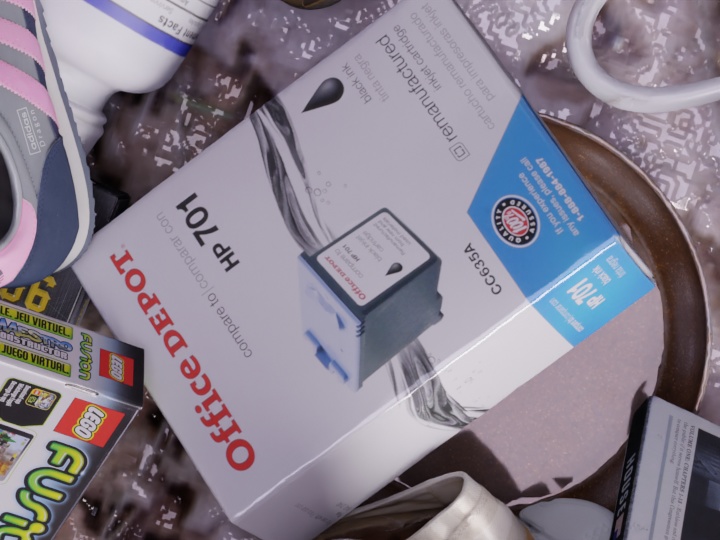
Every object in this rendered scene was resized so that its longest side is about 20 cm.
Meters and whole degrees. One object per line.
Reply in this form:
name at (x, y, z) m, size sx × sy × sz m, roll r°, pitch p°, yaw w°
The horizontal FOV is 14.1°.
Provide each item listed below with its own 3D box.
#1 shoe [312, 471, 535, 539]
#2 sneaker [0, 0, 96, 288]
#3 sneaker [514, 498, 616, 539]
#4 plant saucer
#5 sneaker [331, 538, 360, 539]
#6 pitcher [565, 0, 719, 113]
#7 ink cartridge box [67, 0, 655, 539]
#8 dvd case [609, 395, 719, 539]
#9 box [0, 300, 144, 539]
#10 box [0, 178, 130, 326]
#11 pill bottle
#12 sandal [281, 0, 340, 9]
shoe at (-0.021, 0.133, 1.271) m, size 0.199 × 0.070 × 0.053 m, roll -20°, pitch 132°, yaw 23°
sneaker at (-0.169, -0.088, 1.184) m, size 0.070 × 0.082 × 0.201 m, roll -21°, pitch 94°, yaw 24°
sneaker at (0.057, 0.183, 1.292) m, size 0.200 × 0.082 × 0.077 m, roll -47°, pitch 45°, yaw 15°
plant saucer at (0.057, 0.027, 1.303) m, size 0.199 × 0.034 × 0.202 m, roll 0°, pitch 93°, yaw 4°
sneaker at (0.045, 0.179, 1.141) m, size 0.079 × 0.130 × 0.199 m, roll -44°, pitch 80°, yaw 0°
pitcher at (0.200, -0.127, 1.250) m, size 0.199 × 0.121 × 0.172 m, roll 23°, pitch 94°, yaw 11°
ink cartridge box at (0.000, 0.000, 1.230) m, size 0.200 × 0.086 × 0.147 m, roll -36°, pitch 70°, yaw 4°
dvd case at (0.196, 0.153, 1.240) m, size 0.199 × 0.151 × 0.025 m, roll 24°, pitch 137°, yaw -9°
box at (-0.181, 0.091, 1.228) m, size 0.110 × 0.035 × 0.200 m, roll 20°, pitch 130°, yaw -21°
box at (-0.224, 0.001, 1.308) m, size 0.199 × 0.048 × 0.159 m, roll 23°, pitch 93°, yaw 2°
pill bottle at (-0.107, -0.148, 1.264) m, size 0.112 × 0.112 × 0.201 m, roll 33°, pitch 96°, yaw 1°
sandal at (0.044, -0.176, 1.280) m, size 0.200 × 0.054 × 0.080 m, roll -38°, pitch 46°, yaw 2°
